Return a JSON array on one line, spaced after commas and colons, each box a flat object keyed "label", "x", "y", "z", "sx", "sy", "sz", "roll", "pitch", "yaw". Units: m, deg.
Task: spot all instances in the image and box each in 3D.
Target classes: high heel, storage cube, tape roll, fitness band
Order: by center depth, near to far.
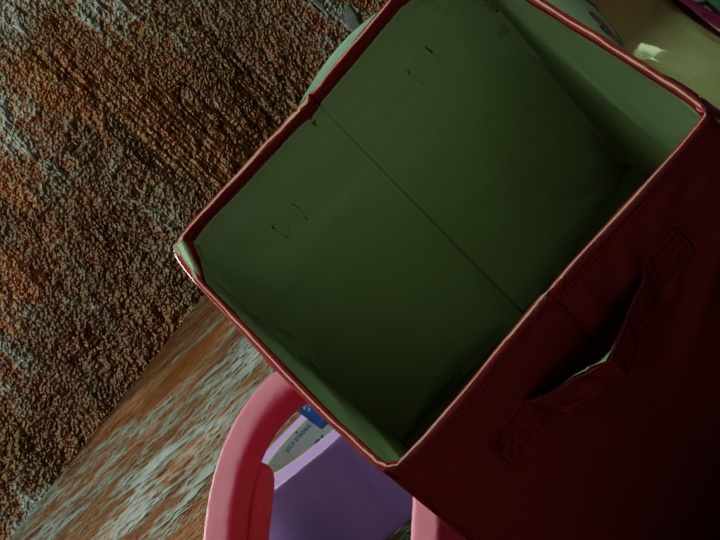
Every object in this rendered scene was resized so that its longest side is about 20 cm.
[{"label": "storage cube", "x": 0.068, "y": 0.014, "z": 0.863, "sx": 0.171, "sy": 0.180, "sz": 0.200, "roll": -48, "pitch": 44, "yaw": -1}, {"label": "high heel", "x": 0.144, "y": -0.110, "z": 1.060, "sx": 0.096, "sy": 0.199, "sz": 0.068, "roll": -44, "pitch": -26, "yaw": -82}, {"label": "fitness band", "x": -0.013, "y": 0.133, "z": 1.066, "sx": 0.143, "sy": 0.037, "sz": 0.202, "roll": -14, "pitch": 62, "yaw": 34}, {"label": "tape roll", "x": 0.011, "y": 0.102, "z": 1.325, "sx": 0.200, "sy": 0.066, "sz": 0.200, "roll": -42, "pitch": 4, "yaw": 4}]

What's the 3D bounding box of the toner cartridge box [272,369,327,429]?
[{"label": "toner cartridge box", "x": 0.000, "y": 0.000, "z": 1.221, "sx": 0.095, "sy": 0.043, "sz": 0.201, "roll": -46, "pitch": -18, "yaw": -28}]

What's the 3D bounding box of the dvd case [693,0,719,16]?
[{"label": "dvd case", "x": 0.143, "y": -0.115, "z": 1.211, "sx": 0.199, "sy": 0.146, "sz": 0.022, "roll": -5, "pitch": 66, "yaw": 40}]

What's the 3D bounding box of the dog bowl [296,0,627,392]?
[{"label": "dog bowl", "x": 0.063, "y": -0.031, "z": 1.003, "sx": 0.200, "sy": 0.200, "sz": 0.074, "roll": -48, "pitch": 38, "yaw": 0}]
